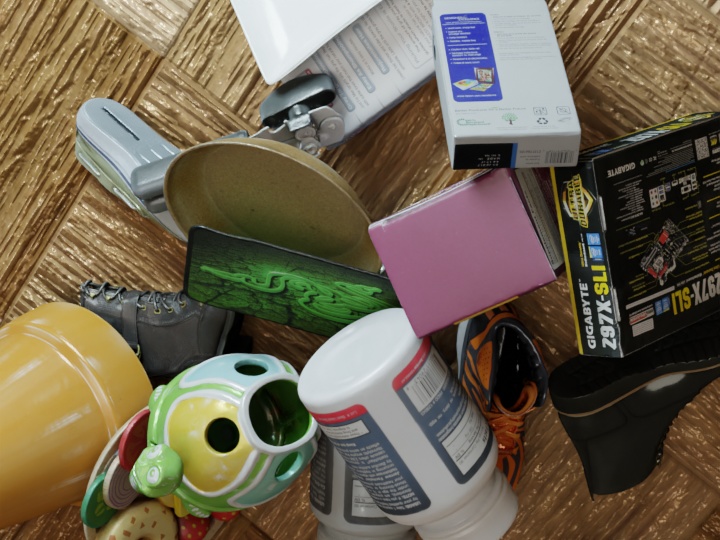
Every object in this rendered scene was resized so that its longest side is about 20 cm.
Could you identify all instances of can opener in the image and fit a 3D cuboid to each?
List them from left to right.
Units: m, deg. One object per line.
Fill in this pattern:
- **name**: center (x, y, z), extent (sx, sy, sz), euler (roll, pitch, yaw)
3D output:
- **can opener**: center (-0.107, -0.107, 1.204), extent (0.199, 0.053, 0.067), euler (-22, 58, 7)

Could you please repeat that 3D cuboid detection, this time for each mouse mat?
- **mouse mat**: center (-0.058, 0.019, 1.197), extent (0.199, 0.161, 0.008), euler (15, 65, -3)

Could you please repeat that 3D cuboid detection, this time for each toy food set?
- **toy food set**: center (-0.182, 0.208, 1.303), extent (0.049, 0.199, 0.199), euler (25, 126, 41)

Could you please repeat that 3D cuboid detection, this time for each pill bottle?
- **pill bottle**: center (0.009, 0.178, 1.278), extent (0.113, 0.114, 0.201), euler (7, 105, 14)
- **pill bottle**: center (0.047, 0.143, 1.155), extent (0.119, 0.120, 0.200), euler (-26, 112, 20)

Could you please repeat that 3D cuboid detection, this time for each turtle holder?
- **turtle holder**: center (-0.120, 0.138, 1.204), extent (0.131, 0.185, 0.142), euler (-25, 60, 50)

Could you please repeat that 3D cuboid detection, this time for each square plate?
- **square plate**: center (-0.036, -0.291, 1.188), extent (0.198, 0.028, 0.201), euler (-34, 66, 21)

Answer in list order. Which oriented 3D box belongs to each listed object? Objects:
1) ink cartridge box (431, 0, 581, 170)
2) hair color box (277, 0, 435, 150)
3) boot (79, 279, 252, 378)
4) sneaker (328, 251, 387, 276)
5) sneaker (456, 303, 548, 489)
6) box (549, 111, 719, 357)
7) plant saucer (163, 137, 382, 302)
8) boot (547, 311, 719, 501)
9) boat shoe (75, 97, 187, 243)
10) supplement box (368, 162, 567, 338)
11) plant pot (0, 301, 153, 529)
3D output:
- **ink cartridge box**: center (0.111, -0.158, 1.088), extent (0.099, 0.201, 0.039), euler (-2, 136, -1)
- **hair color box**: center (0.027, -0.205, 1.208), extent (0.200, 0.061, 0.099), euler (-34, 92, 20)
- **boot**: center (-0.192, 0.034, 1.325), extent (0.173, 0.069, 0.201), euler (10, 108, 13)
- **sneaker**: center (0.000, 0.000, 1.253), extent (0.199, 0.087, 0.075), euler (29, 108, 6)
- **sneaker**: center (0.121, 0.132, 1.227), extent (0.077, 0.112, 0.201), euler (-5, 104, -8)
- **box**: center (0.245, -0.034, 1.117), extent (0.049, 0.199, 0.161), euler (4, 108, 49)
- **plant saucer**: center (-0.069, -0.049, 1.159), extent (0.199, 0.036, 0.201), euler (17, 145, 12)
- **boot**: center (0.276, 0.119, 1.222), extent (0.199, 0.078, 0.139), euler (-18, 122, 5)
- **boat shoe**: center (-0.197, -0.084, 1.291), extent (0.200, 0.072, 0.062), euler (45, 136, 22)
- **supplement box**: center (0.108, -0.030, 1.150), extent (0.130, 0.200, 0.104), euler (-24, 91, 21)
- **plant pot**: center (-0.324, 0.156, 1.299), extent (0.199, 0.183, 0.201), euler (17, 120, 31)
